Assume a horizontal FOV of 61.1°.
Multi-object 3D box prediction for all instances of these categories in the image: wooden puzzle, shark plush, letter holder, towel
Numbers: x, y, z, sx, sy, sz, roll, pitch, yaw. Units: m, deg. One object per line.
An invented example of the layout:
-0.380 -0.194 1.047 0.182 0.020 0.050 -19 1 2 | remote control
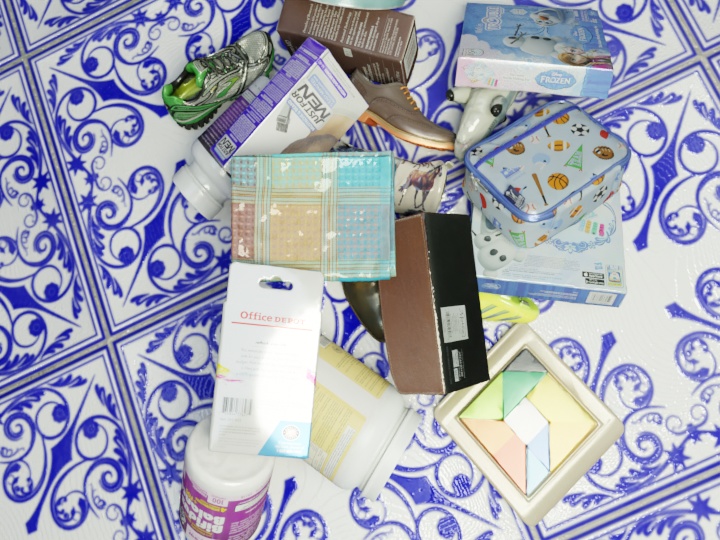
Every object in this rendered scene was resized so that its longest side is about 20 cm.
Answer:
0.224 0.202 0.817 0.185 0.037 0.200 -44 78 -1 | wooden puzzle
0.190 -0.243 0.867 0.089 0.085 0.201 17 53 29 | shark plush
0.067 0.043 0.764 0.139 0.099 0.208 -10 85 44 | letter holder
-0.054 -0.062 0.706 0.192 0.022 0.152 -1 86 -1 | towel

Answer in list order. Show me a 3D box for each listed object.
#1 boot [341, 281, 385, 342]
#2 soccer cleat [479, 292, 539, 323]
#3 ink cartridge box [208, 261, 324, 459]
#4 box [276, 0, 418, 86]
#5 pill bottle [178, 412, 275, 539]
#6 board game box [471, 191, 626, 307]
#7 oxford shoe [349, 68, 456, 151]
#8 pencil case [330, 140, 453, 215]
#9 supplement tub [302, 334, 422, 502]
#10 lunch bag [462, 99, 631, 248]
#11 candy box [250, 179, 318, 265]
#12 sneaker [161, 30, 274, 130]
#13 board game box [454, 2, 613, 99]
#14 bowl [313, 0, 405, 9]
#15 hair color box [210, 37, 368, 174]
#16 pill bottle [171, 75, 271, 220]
0.000 0.000 0.848 0.073 0.097 0.206 -21 78 4 | boot
0.148 0.046 0.849 0.193 0.065 0.086 14 109 6 | soccer cleat
-0.105 0.101 0.700 0.111 0.068 0.208 6 85 -7 | ink cartridge box
-0.016 -0.343 0.903 0.194 0.100 0.077 19 87 11 | box
-0.174 0.284 0.777 0.110 0.113 0.204 25 127 11 | pill bottle
0.245 -0.059 0.816 0.193 0.044 0.204 6 60 9 | board game box
0.060 -0.231 0.883 0.195 0.071 0.075 26 103 11 | oxford shoe
0.032 -0.133 0.875 0.193 0.078 0.093 12 97 10 | pencil case
-0.031 0.187 0.799 0.197 0.145 0.148 33 86 11 | supplement tub
0.230 -0.131 0.784 0.196 0.077 0.162 -29 58 -13 | lunch bag
-0.093 -0.056 0.817 0.056 0.200 0.119 31 85 8 | candy box
-0.214 -0.297 0.932 0.198 0.085 0.079 -39 78 -1 | sneaker
0.233 -0.308 0.836 0.192 0.044 0.203 6 43 9 | board game box
-0.023 -0.453 0.863 0.194 0.202 0.108 16 125 9 | bowl
-0.093 -0.192 0.819 0.200 0.109 0.065 -47 45 3 | hair color box
-0.177 -0.174 0.893 0.200 0.111 0.112 -44 78 -1 | pill bottle
